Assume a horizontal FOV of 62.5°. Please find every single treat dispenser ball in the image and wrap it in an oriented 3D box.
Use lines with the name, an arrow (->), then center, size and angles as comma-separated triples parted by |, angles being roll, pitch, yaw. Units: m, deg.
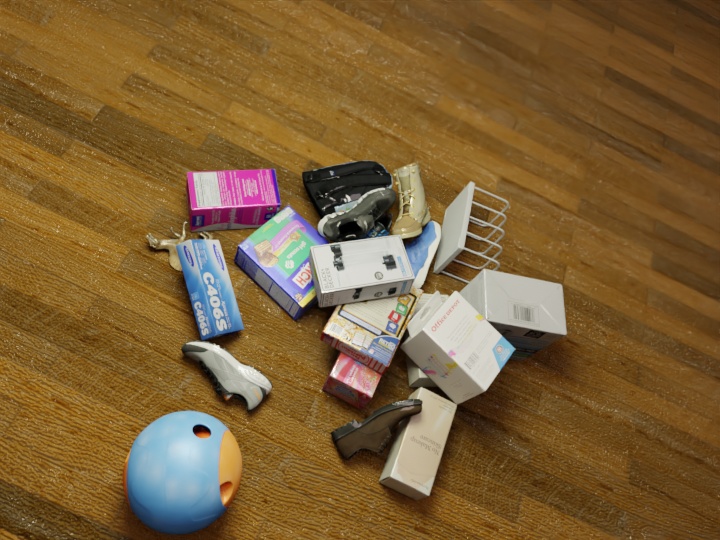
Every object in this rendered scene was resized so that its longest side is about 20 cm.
treat dispenser ball -> -0.306, 0.348, 1.032 | 0.199, 0.201, 0.203 | 7, 62, -14

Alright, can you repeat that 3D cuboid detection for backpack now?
backpack -> -0.018, -0.191, 1.436 | 0.199, 0.154, 0.164 | -27, 51, -6

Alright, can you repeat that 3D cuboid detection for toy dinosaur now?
toy dinosaur -> -0.370, -0.039, 1.309 | 0.199, 0.058, 0.102 | 31, 75, -5

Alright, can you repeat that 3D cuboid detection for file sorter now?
file sorter -> 0.280, -0.085, 1.478 | 0.124, 0.139, 0.201 | 22, 59, -9

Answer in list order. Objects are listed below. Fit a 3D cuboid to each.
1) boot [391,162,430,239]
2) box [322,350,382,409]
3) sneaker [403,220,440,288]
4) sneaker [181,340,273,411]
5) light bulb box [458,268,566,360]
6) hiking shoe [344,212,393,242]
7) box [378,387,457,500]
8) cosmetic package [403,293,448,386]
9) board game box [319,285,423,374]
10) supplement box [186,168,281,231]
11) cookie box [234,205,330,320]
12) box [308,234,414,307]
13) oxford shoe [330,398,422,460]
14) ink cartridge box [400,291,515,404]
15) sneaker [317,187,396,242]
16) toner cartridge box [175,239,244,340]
boot -> 0.112, -0.168, 1.421 | 0.072, 0.157, 0.200 | -2, 22, 26
box -> 0.009, 0.180, 1.278 | 0.102, 0.095, 0.201 | 28, 59, 0
sneaker -> 0.120, -0.056, 1.446 | 0.111, 0.077, 0.201 | 28, 65, -13
sneaker -> -0.276, 0.208, 1.191 | 0.199, 0.074, 0.080 | 32, 64, 0
light bulb box -> 0.327, 0.107, 1.356 | 0.196, 0.200, 0.126 | 11, 62, -11
hiking shoe -> 0.015, -0.076, 1.379 | 0.074, 0.087, 0.200 | 34, 32, 1
box -> 0.121, 0.359, 1.233 | 0.094, 0.078, 0.201 | 25, 59, -3
cosmetic package -> 0.157, 0.158, 1.350 | 0.103, 0.073, 0.202 | 5, 63, -16
board game box -> 0.027, 0.093, 1.247 | 0.151, 0.046, 0.201 | 28, 58, 4
supplement box -> -0.292, -0.161, 1.357 | 0.198, 0.101, 0.104 | -5, 66, -19
cookie box -> -0.153, -0.020, 1.343 | 0.200, 0.075, 0.171 | 43, 58, 6
box -> 0.000, 0.000, 1.232 | 0.198, 0.060, 0.117 | -8, 59, -13
oxford shoe -> 0.045, 0.323, 1.204 | 0.199, 0.073, 0.085 | -29, 71, 7
ink cartridge box -> 0.192, 0.154, 1.245 | 0.200, 0.125, 0.128 | 45, 58, 4
sneaker -> 0.006, -0.117, 1.335 | 0.199, 0.067, 0.091 | -29, 38, -11
toner cartridge box -> -0.310, 0.037, 1.227 | 0.095, 0.043, 0.202 | -5, 76, -67
